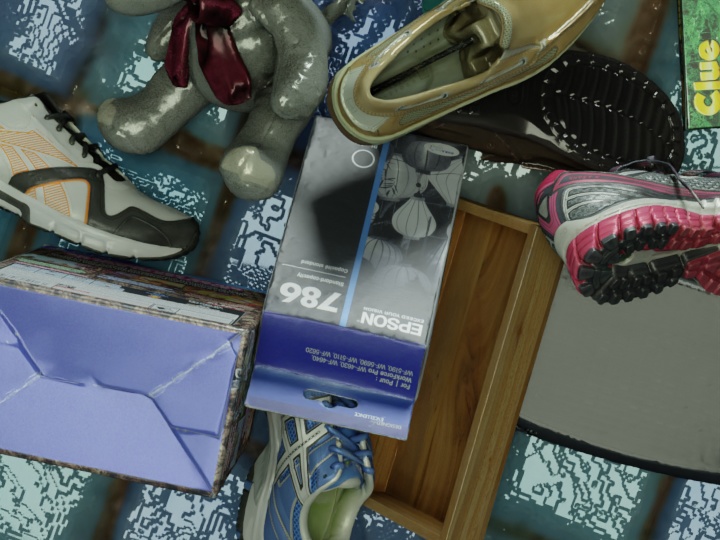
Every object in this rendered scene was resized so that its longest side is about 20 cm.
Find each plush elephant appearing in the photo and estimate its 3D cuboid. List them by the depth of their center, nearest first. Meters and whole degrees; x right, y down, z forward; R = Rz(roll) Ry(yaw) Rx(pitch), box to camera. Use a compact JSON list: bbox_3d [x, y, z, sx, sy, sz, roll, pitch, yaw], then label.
[{"bbox_3d":[-0.083,-0.165,1.258,0.200,0.164,0.155,-48,132,-10],"label":"plush elephant"}]

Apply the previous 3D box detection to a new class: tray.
[{"bbox_3d":[0.059,0.060,1.306,0.037,0.098,0.201,11,97,-41],"label":"tray"}]

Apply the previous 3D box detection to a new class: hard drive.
[{"bbox_3d":[0.173,0.056,1.325,0.199,0.042,0.136,16,94,1],"label":"hard drive"}]

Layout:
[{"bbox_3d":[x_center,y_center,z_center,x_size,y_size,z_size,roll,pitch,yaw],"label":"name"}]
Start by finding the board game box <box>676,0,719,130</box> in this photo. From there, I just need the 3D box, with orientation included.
[{"bbox_3d":[0.247,-0.190,1.314,0.104,0.023,0.202,-3,93,1],"label":"board game box"}]

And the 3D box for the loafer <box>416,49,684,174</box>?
[{"bbox_3d":[0.105,-0.099,1.311,0.199,0.071,0.074,18,73,-12],"label":"loafer"}]

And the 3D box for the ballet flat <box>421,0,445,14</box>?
[{"bbox_3d":[0.112,-0.223,1.304,0.069,0.069,0.201,32,99,0],"label":"ballet flat"}]

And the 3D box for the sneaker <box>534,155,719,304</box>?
[{"bbox_3d":[0.195,-0.035,1.270,0.075,0.199,0.081,56,133,36],"label":"sneaker"}]

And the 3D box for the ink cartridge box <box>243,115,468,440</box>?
[{"bbox_3d":[0.000,0.000,1.240,0.099,0.039,0.201,11,53,1],"label":"ink cartridge box"}]

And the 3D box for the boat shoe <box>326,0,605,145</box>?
[{"bbox_3d":[0.075,-0.138,1.229,0.200,0.076,0.072,-37,92,-18],"label":"boat shoe"}]

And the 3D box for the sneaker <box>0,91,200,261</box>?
[{"bbox_3d":[-0.189,-0.064,1.319,0.199,0.074,0.080,22,93,1],"label":"sneaker"}]

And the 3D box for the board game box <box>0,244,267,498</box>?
[{"bbox_3d":[-0.141,0.054,1.260,0.158,0.200,0.098,12,96,2],"label":"board game box"}]

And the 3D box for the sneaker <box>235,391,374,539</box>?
[{"bbox_3d":[-0.018,0.097,1.309,0.075,0.077,0.201,-3,106,-41],"label":"sneaker"}]
